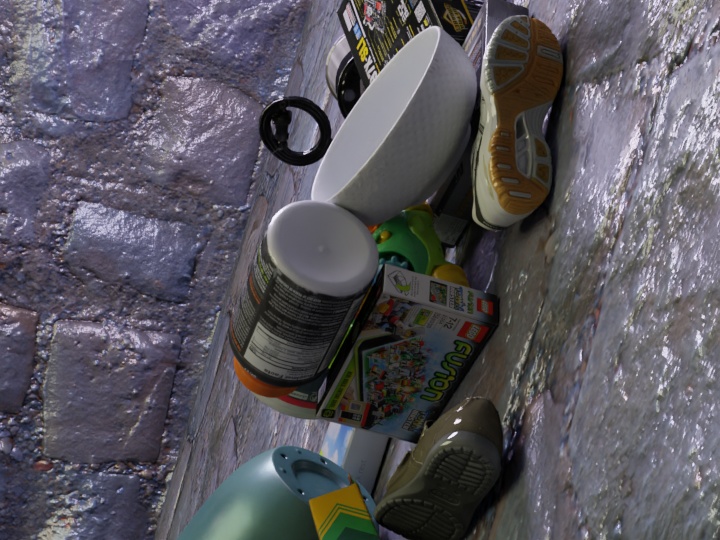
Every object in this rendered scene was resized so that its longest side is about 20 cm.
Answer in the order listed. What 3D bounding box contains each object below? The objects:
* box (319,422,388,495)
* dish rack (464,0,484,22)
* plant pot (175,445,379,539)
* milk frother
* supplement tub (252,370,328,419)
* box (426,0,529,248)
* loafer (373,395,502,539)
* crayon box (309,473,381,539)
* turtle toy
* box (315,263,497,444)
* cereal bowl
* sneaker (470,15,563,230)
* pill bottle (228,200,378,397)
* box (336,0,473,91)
[{"bbox_3d":[-0.016,0.215,1.553,0.122,0.047,0.202,-124,51,-75],"label":"box"},{"bbox_3d":[0.133,-0.353,1.551,0.154,0.054,0.202,-104,24,-67],"label":"dish rack"},{"bbox_3d":[-0.074,0.274,1.410,0.162,0.199,0.201,-58,15,14],"label":"plant pot"},{"bbox_3d":[-0.028,-0.225,1.838,0.188,0.198,0.182,-112,35,-73],"label":"milk frother"},{"bbox_3d":[-0.052,0.063,1.704,0.141,0.139,0.201,-96,24,-62],"label":"supplement tub"},{"bbox_3d":[0.110,-0.146,1.422,0.201,0.048,0.159,118,164,-46],"label":"box"},{"bbox_3d":[0.071,0.166,1.162,0.200,0.075,0.070,-55,9,53],"label":"loafer"},{"bbox_3d":[0.002,0.271,1.236,0.200,0.050,0.128,-128,21,-78],"label":"crayon box"},{"bbox_3d":[0.023,0.026,1.381,0.146,0.100,0.201,-115,33,-45],"label":"turtle toy"},{"bbox_3d":[0.039,0.081,1.305,0.201,0.109,0.035,116,165,-46],"label":"box"},{"bbox_3d":[0.043,-0.122,1.318,0.201,0.083,0.201,-51,15,20],"label":"cereal bowl"},{"bbox_3d":[0.126,-0.129,1.249,0.088,0.075,0.202,127,156,-61],"label":"sneaker"},{"bbox_3d":[-0.061,0.036,1.301,0.201,0.105,0.107,118,164,-49],"label":"pill bottle"},{"bbox_3d":[0.047,-0.268,1.547,0.160,0.049,0.201,-59,40,45],"label":"box"}]
